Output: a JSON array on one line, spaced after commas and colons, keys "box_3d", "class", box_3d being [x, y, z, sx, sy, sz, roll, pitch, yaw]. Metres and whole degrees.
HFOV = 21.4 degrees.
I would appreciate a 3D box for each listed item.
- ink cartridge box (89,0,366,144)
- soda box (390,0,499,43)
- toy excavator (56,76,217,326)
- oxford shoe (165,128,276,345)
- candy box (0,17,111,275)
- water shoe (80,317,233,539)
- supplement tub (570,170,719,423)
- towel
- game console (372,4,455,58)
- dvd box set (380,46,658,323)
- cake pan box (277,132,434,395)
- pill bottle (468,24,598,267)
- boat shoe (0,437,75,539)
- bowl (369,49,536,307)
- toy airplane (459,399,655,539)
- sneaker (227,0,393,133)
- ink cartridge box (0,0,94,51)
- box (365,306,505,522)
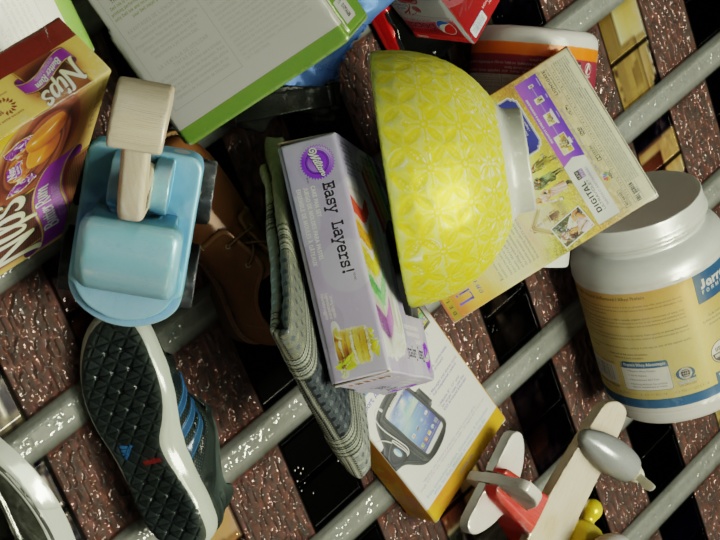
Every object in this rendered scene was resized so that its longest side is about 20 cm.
[{"box_3d": [-0.113, -0.215, 1.343, 0.200, 0.148, 0.076, 55, 20, -10], "class": "ink cartridge box"}, {"box_3d": [0.099, -0.284, 1.555, 0.063, 0.070, 0.200, 46, 67, -42], "class": "soda box"}, {"box_3d": [-0.149, -0.044, 1.275, 0.100, 0.200, 0.195, 10, 106, -6], "class": "toy excavator"}, {"box_3d": [-0.096, -0.025, 1.447, 0.071, 0.071, 0.200, -47, 123, -26], "class": "oxford shoe"}, {"box_3d": [-0.237, -0.063, 1.233, 0.056, 0.200, 0.117, 44, 55, 12], "class": "candy box"}, {"box_3d": [-0.152, 0.110, 1.430, 0.079, 0.071, 0.200, -52, 131, -60], "class": "water shoe"}, {"box_3d": [0.276, 0.024, 1.752, 0.145, 0.145, 0.200, -36, 120, -34], "class": "supplement tub"}, {"box_3d": [-0.039, 0.028, 1.440, 0.193, 0.034, 0.200, 63, 17, -48], "class": "towel"}, {"box_3d": [0.062, -0.284, 1.591, 0.200, 0.031, 0.177, -48, 130, -27], "class": "game console"}, {"box_3d": [0.122, -0.070, 1.564, 0.200, 0.029, 0.146, -33, 92, 4], "class": "dvd box set"}, {"box_3d": [0.000, 0.000, 1.453, 0.200, 0.052, 0.185, 27, 51, -76], "class": "cake pan box"}, {"box_3d": [0.142, -0.106, 1.632, 0.109, 0.109, 0.200, 0, 96, -43], "class": "pill bottle"}, {"box_3d": [-0.240, 0.204, 1.344, 0.064, 0.071, 0.200, -41, 123, -33], "class": "boat shoe"}, {"box_3d": [0.075, -0.076, 1.448, 0.200, 0.107, 0.201, -8, 90, -86], "class": "bowl"}, {"box_3d": [0.176, 0.229, 1.666, 0.199, 0.141, 0.200, -19, 120, -51], "class": "toy airplane"}, {"box_3d": [-0.029, -0.172, 1.474, 0.200, 0.077, 0.111, -26, 108, -29], "class": "sneaker"}, {"box_3d": [-0.294, -0.155, 1.239, 0.200, 0.076, 0.148, -40, 122, -28], "class": "ink cartridge box"}, {"box_3d": [0.036, 0.106, 1.613, 0.119, 0.041, 0.200, -53, 125, -24], "class": "box"}]
